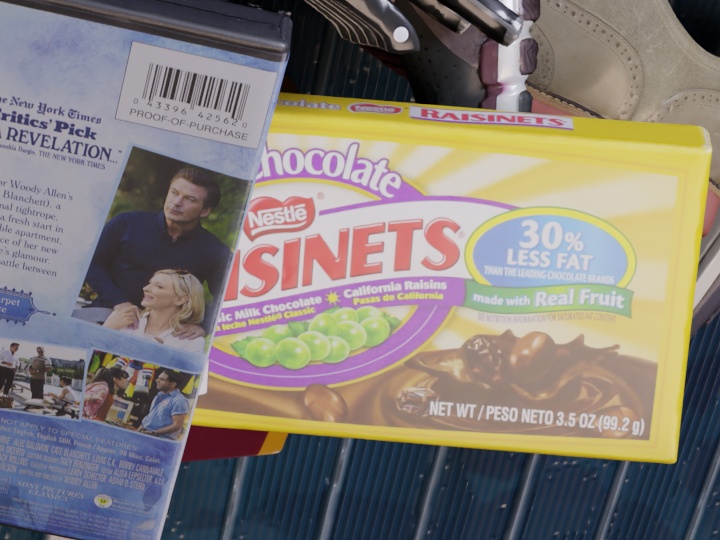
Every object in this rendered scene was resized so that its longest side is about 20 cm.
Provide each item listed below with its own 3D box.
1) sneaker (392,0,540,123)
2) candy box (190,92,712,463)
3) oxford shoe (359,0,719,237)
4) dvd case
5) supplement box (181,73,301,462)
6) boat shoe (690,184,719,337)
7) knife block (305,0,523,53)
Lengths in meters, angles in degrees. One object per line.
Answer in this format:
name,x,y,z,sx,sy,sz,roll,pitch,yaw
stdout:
sneaker,-0.005,-0.115,0.889,0.115,0.076,0.201,-1,95,-1
candy box,0.000,0.000,0.867,0.199,0.026,0.103,4,107,1
oxford shoe,0.054,-0.087,0.981,0.200,0.070,0.075,31,85,-31
dvd case,-0.108,-0.005,0.823,0.142,0.018,0.200,12,130,-6
supplement box,-0.107,0.001,0.951,0.199,0.086,0.111,-3,133,-35
boat shoe,0.137,-0.011,1.058,0.063,0.073,0.200,25,116,-30
knife block,-0.015,-0.153,0.801,0.175,0.064,0.201,-14,101,-14
